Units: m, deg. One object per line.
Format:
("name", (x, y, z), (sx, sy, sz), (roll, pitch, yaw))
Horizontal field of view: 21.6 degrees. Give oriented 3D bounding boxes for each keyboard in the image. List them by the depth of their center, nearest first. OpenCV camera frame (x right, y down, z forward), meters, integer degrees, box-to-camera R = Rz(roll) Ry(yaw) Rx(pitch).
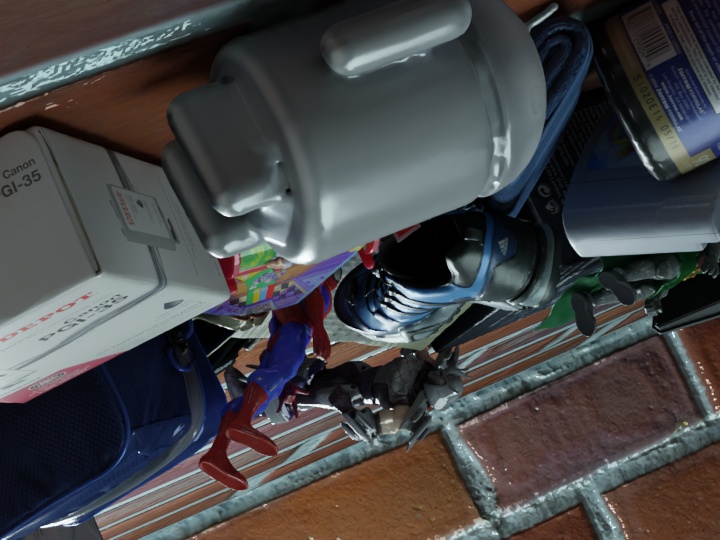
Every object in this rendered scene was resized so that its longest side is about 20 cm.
("keyboard", (0.293, -0.036, 1.478), (0.127, 0.021, 0.200), (-26, -149, 35))

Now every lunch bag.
("lunch bag", (-0.185, 0.081, 1.205), (0.200, 0.136, 0.132), (-31, 169, 25))

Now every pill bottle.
("pill bottle", (0.247, -0.146, 1.148), (0.200, 0.112, 0.112), (-27, 171, 14))

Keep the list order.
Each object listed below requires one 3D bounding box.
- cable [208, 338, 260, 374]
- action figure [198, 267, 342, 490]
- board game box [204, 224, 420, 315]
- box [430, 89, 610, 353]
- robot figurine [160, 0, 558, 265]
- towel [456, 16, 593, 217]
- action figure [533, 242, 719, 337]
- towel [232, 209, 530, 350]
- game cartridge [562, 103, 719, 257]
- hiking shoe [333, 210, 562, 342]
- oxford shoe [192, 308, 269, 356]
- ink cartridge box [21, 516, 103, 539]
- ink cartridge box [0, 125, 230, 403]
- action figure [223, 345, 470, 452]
("cable", (-0.085, 0.041, 1.504), (0.163, 0.051, 0.200), (-23, 170, -14))
("action figure", (-0.047, 0.054, 1.206), (0.065, 0.052, 0.200), (-57, -171, 42))
("board game box", (-0.030, -0.025, 1.102), (0.200, 0.039, 0.158), (-40, 146, 19))
("box", (0.152, -0.046, 1.442), (0.200, 0.118, 0.197), (-21, 170, -32))
("robot figurine", (0.006, -0.075, 0.906), (0.200, 0.113, 0.170), (-21, 162, -21))
("towel", (0.098, -0.091, 1.176), (0.112, 0.048, 0.200), (-58, 173, -6))
("action figure", (0.221, -0.004, 1.357), (0.200, 0.055, 0.118), (-21, 165, -48))
("towel", (0.000, 0.000, 1.347), (0.192, 0.035, 0.200), (5, 151, -24))
("game cartridge", (0.215, -0.090, 1.246), (0.133, 0.040, 0.200), (-7, -141, 44))
("hiking shoe", (0.038, -0.005, 1.211), (0.087, 0.075, 0.200), (20, 155, -34))
("oxford shoe", (-0.064, -0.002, 1.205), (0.071, 0.074, 0.200), (5, 156, -26))
("ink cartridge box", (-0.325, 0.205, 1.515), (0.200, 0.137, 0.076), (-27, 165, 10))
("ink cartridge box", (-0.172, 0.004, 0.970), (0.146, 0.083, 0.200), (-26, 171, 11))
("action figure", (-0.003, 0.090, 1.494), (0.200, 0.070, 0.130), (-4, -155, 30))
